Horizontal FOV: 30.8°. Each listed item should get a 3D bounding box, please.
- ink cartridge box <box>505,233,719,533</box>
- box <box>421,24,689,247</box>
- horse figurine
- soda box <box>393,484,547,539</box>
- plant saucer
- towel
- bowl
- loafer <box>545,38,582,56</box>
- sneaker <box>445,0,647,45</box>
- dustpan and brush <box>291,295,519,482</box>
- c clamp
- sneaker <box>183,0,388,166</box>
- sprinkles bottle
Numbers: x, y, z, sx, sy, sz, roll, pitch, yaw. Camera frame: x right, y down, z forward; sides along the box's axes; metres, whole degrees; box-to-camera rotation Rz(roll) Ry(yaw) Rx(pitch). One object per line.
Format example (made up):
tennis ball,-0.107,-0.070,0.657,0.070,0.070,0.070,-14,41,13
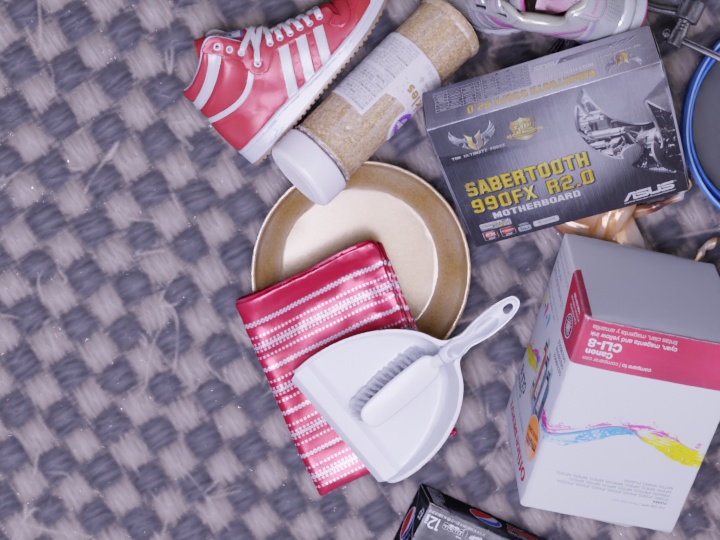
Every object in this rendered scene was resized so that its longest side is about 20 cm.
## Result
ink cartridge box,0.223,0.099,1.134,0.143,0.146,0.202,10,119,-5
box,0.168,-0.109,1.111,0.198,0.049,0.159,-15,139,12
horse figurine,0.261,-0.018,1.196,0.132,0.050,0.201,-30,102,4
soda box,0.133,0.277,1.225,0.199,0.063,0.071,25,96,-8
plant saucer,0.000,0.000,1.185,0.198,0.035,0.202,-1,99,-4
towel,-0.011,0.087,1.169,0.143,0.022,0.202,-23,101,0
bowl,0.388,-0.136,1.195,0.198,0.039,0.203,-1,99,-5
loafer,0.183,-0.196,1.149,0.063,0.072,0.201,25,107,5
sneaker,0.137,-0.240,1.096,0.199,0.088,0.082,16,94,35
dustpan and brush,0.056,0.084,1.132,0.200,0.057,0.140,-40,100,3
c clamp,0.298,-0.296,1.159,0.169,0.027,0.202,21,96,11
sneaker,-0.069,-0.201,1.131,0.112,0.071,0.200,39,96,-13
sprinkles bottle,0.014,-0.148,1.128,0.068,0.068,0.200,46,81,-10
